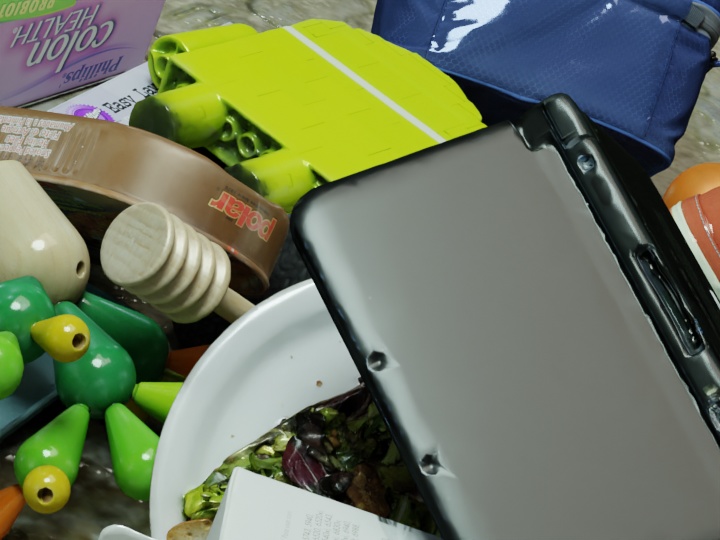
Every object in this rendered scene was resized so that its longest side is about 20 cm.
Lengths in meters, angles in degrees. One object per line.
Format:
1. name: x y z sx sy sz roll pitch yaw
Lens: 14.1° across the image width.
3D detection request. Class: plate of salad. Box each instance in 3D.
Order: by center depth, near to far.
1. plate of salad: 0.015 0.094 1.173 0.199 0.201 0.048 23 -14 1

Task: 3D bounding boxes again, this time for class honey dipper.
1. honey dipper: -0.041 0.027 1.270 0.200 0.038 0.038 38 9 -50

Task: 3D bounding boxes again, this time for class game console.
1. game console: 0.086 0.045 1.151 0.201 0.116 0.176 63 13 20

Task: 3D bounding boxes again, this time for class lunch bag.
1. lunch bag: 0.110 -0.137 1.610 0.199 0.133 0.136 19 -10 -8

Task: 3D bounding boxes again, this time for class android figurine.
1. android figurine: -0.018 -0.071 1.454 0.182 0.041 0.199 36 32 24

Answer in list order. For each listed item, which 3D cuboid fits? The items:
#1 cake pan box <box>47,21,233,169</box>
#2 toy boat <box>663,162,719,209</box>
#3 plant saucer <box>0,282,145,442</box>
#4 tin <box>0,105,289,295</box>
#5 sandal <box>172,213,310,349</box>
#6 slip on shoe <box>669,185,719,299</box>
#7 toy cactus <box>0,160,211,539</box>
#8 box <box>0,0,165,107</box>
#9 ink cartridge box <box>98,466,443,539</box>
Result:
1. cake pan box: -0.049 -0.042 1.477 0.183 0.053 0.200 30 30 18
2. toy boat: 0.159 0.004 1.459 0.130 0.131 0.200 -10 42 -44
3. plant saucer: -0.167 0.046 1.276 0.070 0.019 0.200 29 29 13
4. tin: -0.115 -0.034 1.319 0.199 0.042 0.112 11 -13 47
5. sandal: 0.000 0.000 1.333 0.045 0.199 0.076 24 48 -54
6. slip on shoe: 0.217 0.036 1.367 0.200 0.061 0.074 50 17 -21
7. toy cactus: -0.125 0.033 1.231 0.199 0.102 0.166 5 49 -54
8. box: -0.226 -0.178 1.531 0.200 0.097 0.176 35 31 21
9. ink cartridge box: -0.014 0.152 1.100 0.199 0.117 0.068 20 28 -6
